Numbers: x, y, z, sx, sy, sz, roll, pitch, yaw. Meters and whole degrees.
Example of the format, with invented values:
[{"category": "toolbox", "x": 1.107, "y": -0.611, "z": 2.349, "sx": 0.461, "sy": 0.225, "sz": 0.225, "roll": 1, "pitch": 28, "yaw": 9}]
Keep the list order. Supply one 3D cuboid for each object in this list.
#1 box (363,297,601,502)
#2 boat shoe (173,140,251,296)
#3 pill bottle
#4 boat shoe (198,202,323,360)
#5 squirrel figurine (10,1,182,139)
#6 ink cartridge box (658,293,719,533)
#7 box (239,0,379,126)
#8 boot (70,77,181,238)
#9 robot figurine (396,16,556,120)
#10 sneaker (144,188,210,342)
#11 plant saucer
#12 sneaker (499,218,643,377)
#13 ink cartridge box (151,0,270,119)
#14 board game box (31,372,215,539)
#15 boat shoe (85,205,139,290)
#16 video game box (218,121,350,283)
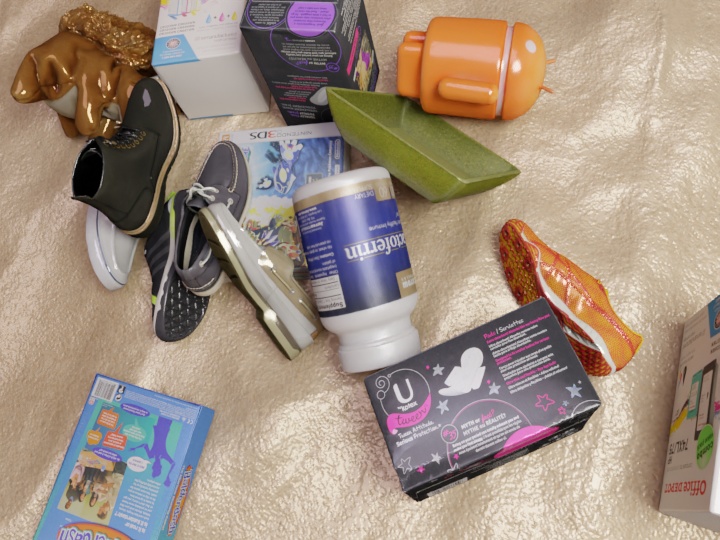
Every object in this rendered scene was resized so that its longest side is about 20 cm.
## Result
[{"category": "box", "x": 0.118, "y": 0.135, "z": 0.616, "sx": 0.195, "sy": 0.133, "sz": 0.117, "roll": -23, "pitch": 64, "yaw": 1}, {"category": "boat shoe", "x": -0.182, "y": -0.075, "z": 0.740, "sx": 0.070, "sy": 0.063, "sz": 0.206, "roll": 2, "pitch": 71, "yaw": 15}, {"category": "pill bottle", "x": 0.000, "y": 0.000, "z": 0.669, "sx": 0.112, "sy": 0.116, "sz": 0.206, "roll": -14, "pitch": 92, "yaw": 5}, {"category": "boat shoe", "x": -0.111, "y": 0.003, "z": 0.702, "sx": 0.068, "sy": 0.074, "sz": 0.203, "roll": -37, "pitch": 112, "yaw": -18}, {"category": "squirrel figurine", "x": -0.342, "y": -0.274, "z": 0.854, "sx": 0.181, "sy": 0.142, "sz": 0.206, "roll": 11, "pitch": 75, "yaw": 8}, {"category": "ink cartridge box", "x": 0.379, "y": 0.141, "z": 0.555, "sx": 0.142, "sy": 0.147, "sz": 0.205, "roll": 13, "pitch": 72, "yaw": 14}, {"category": "box", "x": -0.054, "y": -0.274, "z": 0.760, "sx": 0.118, "sy": 0.201, "sz": 0.109, "roll": 8, "pitch": 71, "yaw": 13}, {"category": "boot", "x": -0.278, "y": -0.156, "z": 0.722, "sx": 0.075, "sy": 0.138, "sz": 0.207, "roll": -2, "pitch": 79, "yaw": 7}, {"category": "robot figurine", "x": 0.144, "y": -0.253, "z": 0.761, "sx": 0.194, "sy": 0.144, "sz": 0.121, "roll": 9, "pitch": 92, "yaw": 13}, {"category": "sneaker", "x": -0.240, "y": -0.006, "z": 0.784, "sx": 0.081, "sy": 0.071, "sz": 0.206, "roll": -10, "pitch": 65, "yaw": 33}, {"category": "plant saucer", "x": 0.072, "y": -0.143, "z": 0.720, "sx": 0.198, "sy": 0.198, "sz": 0.049, "roll": 38, "pitch": 118, "yaw": 20}, {"category": "sneaker", "x": 0.227, "y": 0.024, "z": 0.681, "sx": 0.076, "sy": 0.074, "sz": 0.202, "roll": -25, "pitch": 70, "yaw": -24}, {"category": "ink cartridge box", "x": -0.198, "y": -0.339, "z": 0.853, "sx": 0.124, "sy": 0.126, "sz": 0.206, "roll": -4, "pitch": 70, "yaw": 9}, {"category": "board game box", "x": -0.271, "y": 0.239, "z": 0.700, "sx": 0.148, "sy": 0.045, "sz": 0.206, "roll": 12, "pitch": 73, "yaw": 14}, {"category": "boat shoe", "x": -0.317, "y": -0.076, "z": 0.808, "sx": 0.063, "sy": 0.074, "sz": 0.206, "roll": -14, "pitch": 69, "yaw": 9}, {"category": "video game box", "x": -0.104, "y": -0.089, "z": 0.787, "sx": 0.176, "sy": 0.047, "sz": 0.206, "roll": -4, "pitch": 70, "yaw": 12}]
